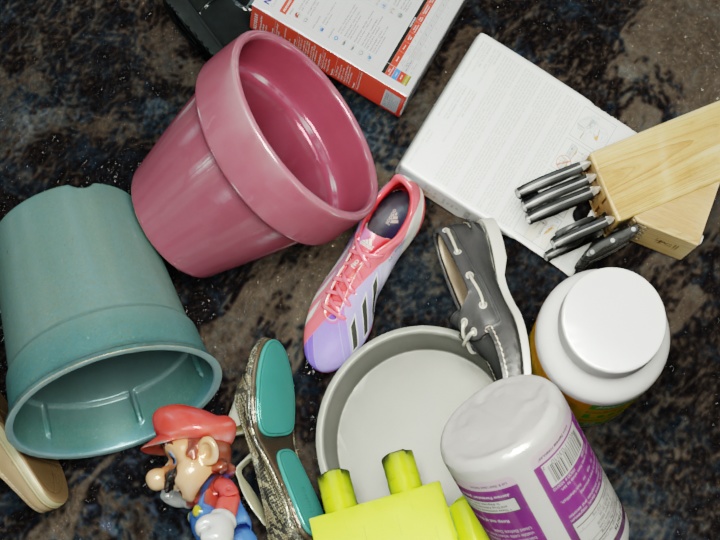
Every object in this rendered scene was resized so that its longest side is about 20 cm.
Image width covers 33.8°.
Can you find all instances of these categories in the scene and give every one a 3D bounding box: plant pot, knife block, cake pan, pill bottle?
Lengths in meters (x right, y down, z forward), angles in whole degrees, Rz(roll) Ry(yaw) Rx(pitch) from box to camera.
[{"bbox_3d":[-0.110,-0.092,1.108,0.178,0.199,0.203,-31,69,27],"label":"plant pot"},{"bbox_3d":[0.243,-0.091,1.101,0.173,0.064,0.203,23,79,4],"label":"knife block"},{"bbox_3d":[0.058,0.154,1.089,0.196,0.037,0.204,-3,74,9],"label":"cake pan"},{"bbox_3d":[-0.252,0.041,1.105,0.198,0.201,0.198,-24,63,2],"label":"plant pot"},{"bbox_3d":[0.155,0.196,0.979,0.111,0.112,0.202,-31,112,-1],"label":"pill bottle"},{"bbox_3d":[0.199,0.064,1.001,0.109,0.200,0.113,-1,75,3],"label":"pill bottle"}]

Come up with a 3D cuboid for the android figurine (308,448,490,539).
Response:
[{"bbox_3d":[0.028,0.257,1.003,0.179,0.041,0.203,-14,60,-2],"label":"android figurine"}]

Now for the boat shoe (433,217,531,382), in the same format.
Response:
[{"bbox_3d":[0.109,0.038,1.062,0.059,0.074,0.203,-5,58,-8],"label":"boat shoe"}]

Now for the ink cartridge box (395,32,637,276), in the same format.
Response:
[{"bbox_3d":[0.157,-0.112,1.158,0.198,0.050,0.164,33,80,0],"label":"ink cartridge box"}]

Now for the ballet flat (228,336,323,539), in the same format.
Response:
[{"bbox_3d":[-0.089,0.167,1.103,0.075,0.067,0.203,-25,71,29],"label":"ballet flat"}]

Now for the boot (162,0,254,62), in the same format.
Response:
[{"bbox_3d":[-0.094,-0.263,1.226,0.162,0.074,0.199,-37,73,-9],"label":"boot"}]

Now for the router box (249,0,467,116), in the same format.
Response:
[{"bbox_3d":[0.014,-0.286,1.185,0.178,0.049,0.202,31,72,1],"label":"router box"}]

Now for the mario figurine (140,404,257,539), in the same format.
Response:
[{"bbox_3d":[-0.146,0.217,1.057,0.123,0.105,0.202,-35,73,32],"label":"mario figurine"}]

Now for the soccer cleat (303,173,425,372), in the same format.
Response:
[{"bbox_3d":[0.000,0.000,1.124,0.066,0.077,0.202,28,80,16],"label":"soccer cleat"}]

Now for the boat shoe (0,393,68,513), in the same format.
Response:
[{"bbox_3d":[-0.356,0.168,1.144,0.065,0.071,0.200,-47,64,1],"label":"boat shoe"}]
